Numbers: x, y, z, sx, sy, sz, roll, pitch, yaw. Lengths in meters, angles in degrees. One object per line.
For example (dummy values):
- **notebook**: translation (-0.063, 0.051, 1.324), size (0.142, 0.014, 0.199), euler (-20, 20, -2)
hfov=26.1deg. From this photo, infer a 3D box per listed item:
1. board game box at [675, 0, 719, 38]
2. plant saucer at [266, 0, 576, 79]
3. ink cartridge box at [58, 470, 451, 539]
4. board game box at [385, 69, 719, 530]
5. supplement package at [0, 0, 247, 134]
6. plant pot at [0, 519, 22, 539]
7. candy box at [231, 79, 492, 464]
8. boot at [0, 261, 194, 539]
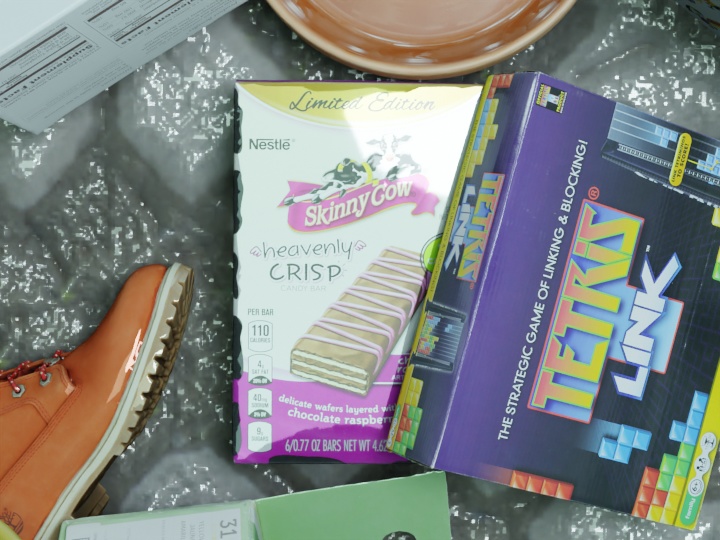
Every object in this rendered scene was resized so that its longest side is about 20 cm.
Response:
- **board game box**: translation (0.248, -0.154, 0.749), size (0.200, 0.064, 0.148), euler (32, 95, -23)
- **plant saucer**: translation (0.032, -0.198, 0.810), size (0.200, 0.032, 0.201), euler (0, 85, 2)
- **ink cartridge box**: translation (-0.047, 0.182, 0.818), size (0.199, 0.048, 0.146), euler (-6, 127, 1)
- **board game box**: translation (0.119, 0.018, 0.796), size (0.165, 0.057, 0.201), euler (16, 88, -26)
- **supplement package**: translation (-0.131, -0.190, 0.756), size (0.200, 0.111, 0.156), euler (-31, 79, 6)
- **plant pot**: translation (-0.256, 0.237, 0.770), size (0.200, 0.201, 0.189), euler (12, 125, -2)
- **candy box**: translation (0.000, 0.000, 0.826), size (0.136, 0.061, 0.201), euler (0, 95, -2)
- **boot**: translation (-0.165, 0.070, 0.826), size (0.107, 0.075, 0.200), euler (31, 95, 1)
